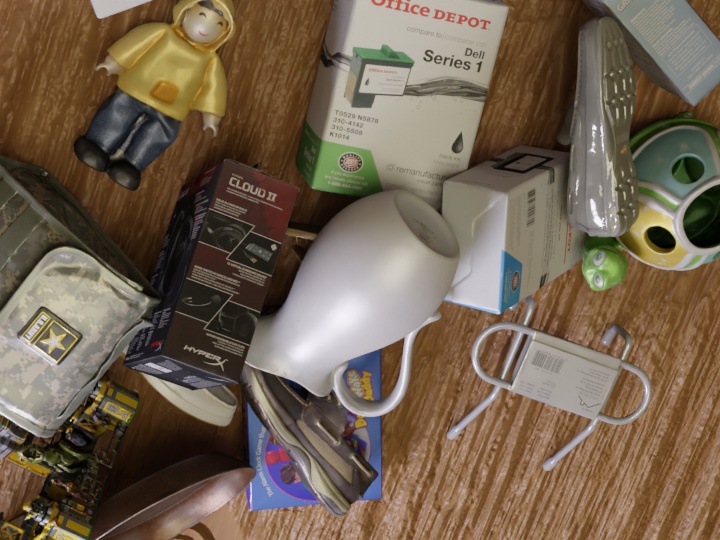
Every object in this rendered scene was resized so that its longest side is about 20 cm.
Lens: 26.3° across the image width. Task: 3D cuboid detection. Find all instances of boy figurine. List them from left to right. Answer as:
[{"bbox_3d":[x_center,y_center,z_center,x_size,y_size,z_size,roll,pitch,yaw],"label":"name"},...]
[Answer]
[{"bbox_3d":[-0.169,-0.168,1.377,0.124,0.064,0.200,35,102,-17],"label":"boy figurine"}]

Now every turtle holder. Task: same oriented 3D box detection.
[{"bbox_3d":[0.292,-0.065,1.466,0.185,0.132,0.141,-9,111,-11],"label":"turtle holder"}]

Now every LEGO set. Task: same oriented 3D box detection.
[{"bbox_3d":[-0.298,0.173,1.403,0.116,0.154,0.200,30,62,-19],"label":"LEGO set"}]

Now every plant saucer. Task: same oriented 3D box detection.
[{"bbox_3d":[-0.193,0.224,1.452,0.200,0.200,0.035,-30,74,0],"label":"plant saucer"}]

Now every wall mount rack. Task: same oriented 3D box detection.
[{"bbox_3d":[0.182,0.120,1.547,0.199,0.075,0.174,20,100,-17],"label":"wall mount rack"}]

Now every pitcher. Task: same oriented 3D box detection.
[{"bbox_3d":[0.011,0.036,1.381,0.171,0.121,0.200,34,117,-23],"label":"pitcher"}]

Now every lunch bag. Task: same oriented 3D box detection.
[{"bbox_3d":[-0.289,0.024,1.346,0.200,0.118,0.164,43,99,18],"label":"lunch bag"}]

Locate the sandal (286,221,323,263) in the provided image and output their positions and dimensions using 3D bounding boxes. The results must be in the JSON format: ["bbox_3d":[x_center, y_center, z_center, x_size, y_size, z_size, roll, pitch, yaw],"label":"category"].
[{"bbox_3d":[0.002,0.001,1.461,0.211,0.078,0.070,7,98,-19],"label":"sandal"}]

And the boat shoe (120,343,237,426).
[{"bbox_3d":[-0.181,0.068,1.451,0.200,0.071,0.069,42,98,-20],"label":"boat shoe"}]

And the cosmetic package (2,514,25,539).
[{"bbox_3d":[-0.326,0.331,1.444,0.087,0.200,0.104,-29,111,2],"label":"cosmetic package"}]

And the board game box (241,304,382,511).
[{"bbox_3d":[-0.048,0.131,1.514,0.134,0.045,0.201,-4,109,-10],"label":"board game box"}]

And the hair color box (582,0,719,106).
[{"bbox_3d":[0.249,-0.248,1.413,0.061,0.099,0.200,-45,111,5],"label":"hair color box"}]

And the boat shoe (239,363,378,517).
[{"bbox_3d":[-0.050,0.141,1.463,0.073,0.074,0.200,-36,118,-11],"label":"boat shoe"}]

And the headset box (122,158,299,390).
[{"bbox_3d":[-0.132,-0.002,1.367,0.077,0.149,0.201,22,75,-18],"label":"headset box"}]

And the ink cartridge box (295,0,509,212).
[{"bbox_3d":[0.036,-0.168,1.406,0.146,0.084,0.201,9,107,-15],"label":"ink cartridge box"}]

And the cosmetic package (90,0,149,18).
[{"bbox_3d":[-0.151,-0.303,1.321,0.199,0.085,0.108,-20,112,-5],"label":"cosmetic package"}]

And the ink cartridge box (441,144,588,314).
[{"bbox_3d":[0.150,-0.047,1.448,0.068,0.200,0.116,13,112,29],"label":"ink cartridge box"}]

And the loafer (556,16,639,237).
[{"bbox_3d":[0.209,-0.128,1.395,0.070,0.070,0.201,-19,110,-51],"label":"loafer"}]
